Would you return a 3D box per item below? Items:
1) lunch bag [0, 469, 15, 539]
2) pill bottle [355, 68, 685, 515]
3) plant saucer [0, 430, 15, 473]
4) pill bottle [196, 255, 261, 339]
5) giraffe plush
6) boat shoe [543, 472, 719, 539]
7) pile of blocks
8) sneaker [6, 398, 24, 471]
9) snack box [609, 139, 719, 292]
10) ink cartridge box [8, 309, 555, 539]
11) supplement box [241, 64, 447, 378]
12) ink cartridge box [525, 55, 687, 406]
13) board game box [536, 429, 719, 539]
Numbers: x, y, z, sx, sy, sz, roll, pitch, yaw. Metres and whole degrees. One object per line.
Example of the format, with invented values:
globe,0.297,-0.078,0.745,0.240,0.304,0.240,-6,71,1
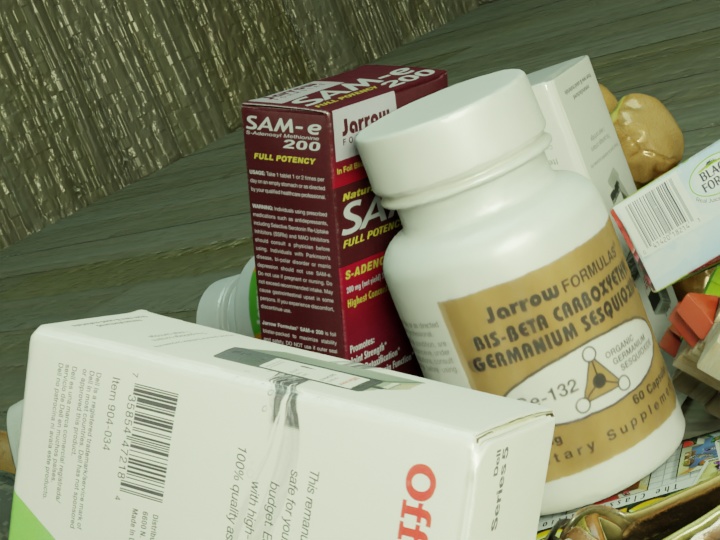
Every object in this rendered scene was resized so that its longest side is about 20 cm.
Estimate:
lunch bag,-0.231,0.192,0.974,0.168,0.139,0.200,2,23,25
pill bottle,0.075,0.010,0.911,0.114,0.200,0.114,-21,12,5
plant saucer,-0.187,0.138,1.136,0.200,0.035,0.200,18,-1,0
pill bottle,-0.021,0.027,1.352,0.200,0.111,0.111,-14,14,37
giraffe plush,0.123,-0.008,1.164,0.162,0.173,0.200,-34,5,-14
boat shoe,0.102,0.128,0.762,0.200,0.068,0.072,-22,13,8
pile of blocks,0.186,0.022,0.910,0.082,0.062,0.200,-61,-2,-4
sneaker,-0.118,0.129,0.927,0.085,0.200,0.073,-29,-34,9
snack box,0.236,-0.066,0.886,0.200,0.053,0.142,-34,-10,39
ink cartridge box,-0.036,0.108,0.736,0.200,0.146,0.084,12,9,26
supplement box,0.000,0.000,0.977,0.061,0.200,0.109,8,21,36
ink cartridge box,0.089,-0.002,1.052,0.147,0.200,0.083,-17,10,27
board game box,0.120,0.119,0.890,0.200,0.023,0.105,-19,14,18
